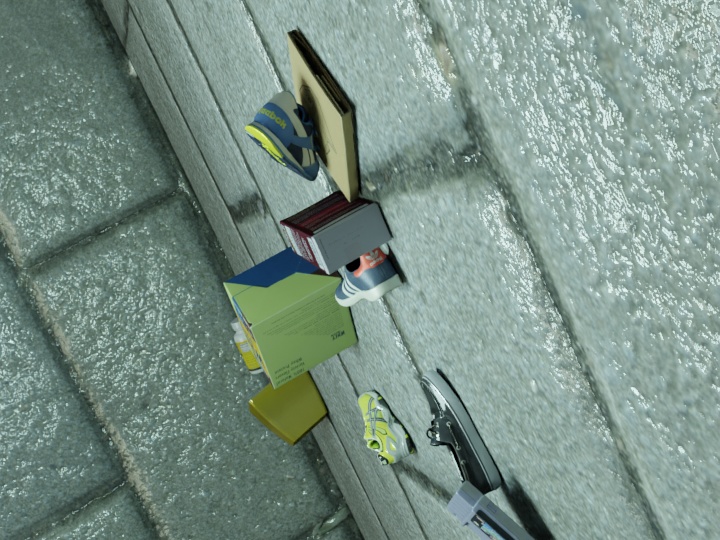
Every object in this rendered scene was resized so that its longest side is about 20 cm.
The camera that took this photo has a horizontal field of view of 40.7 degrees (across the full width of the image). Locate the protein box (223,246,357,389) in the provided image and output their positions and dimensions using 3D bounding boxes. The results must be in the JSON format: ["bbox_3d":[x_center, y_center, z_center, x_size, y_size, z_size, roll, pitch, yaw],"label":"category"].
[{"bbox_3d":[-0.133,0.083,1.899,0.135,0.196,0.202,52,164,39],"label":"protein box"}]

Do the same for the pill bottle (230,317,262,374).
[{"bbox_3d":[-0.388,0.259,3.493,0.203,0.110,0.111,66,167,-13],"label":"pill bottle"}]

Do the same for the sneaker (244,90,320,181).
[{"bbox_3d":[-0.094,-0.189,1.395,0.073,0.083,0.200,29,175,17],"label":"sneaker"}]

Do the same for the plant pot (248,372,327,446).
[{"bbox_3d":[-0.206,0.411,2.921,0.177,0.199,0.200,48,165,9],"label":"plant pot"}]

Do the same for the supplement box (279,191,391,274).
[{"bbox_3d":[-0.041,-0.060,1.438,0.062,0.108,0.200,65,168,-17],"label":"supplement box"}]

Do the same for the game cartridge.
[{"bbox_3d":[0.209,0.386,1.379,0.199,0.038,0.130,40,166,14],"label":"game cartridge"}]

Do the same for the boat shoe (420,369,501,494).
[{"bbox_3d":[0.135,0.249,1.455,0.202,0.065,0.070,61,168,7],"label":"boat shoe"}]

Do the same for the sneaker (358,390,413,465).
[{"bbox_3d":[0.034,0.317,1.984,0.200,0.076,0.076,46,162,55],"label":"sneaker"}]

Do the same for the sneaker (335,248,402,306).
[{"bbox_3d":[0.000,0.000,1.488,0.086,0.074,0.199,62,158,-4],"label":"sneaker"}]

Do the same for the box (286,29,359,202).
[{"bbox_3d":[-0.052,-0.214,1.365,0.165,0.021,0.201,57,167,27],"label":"box"}]
